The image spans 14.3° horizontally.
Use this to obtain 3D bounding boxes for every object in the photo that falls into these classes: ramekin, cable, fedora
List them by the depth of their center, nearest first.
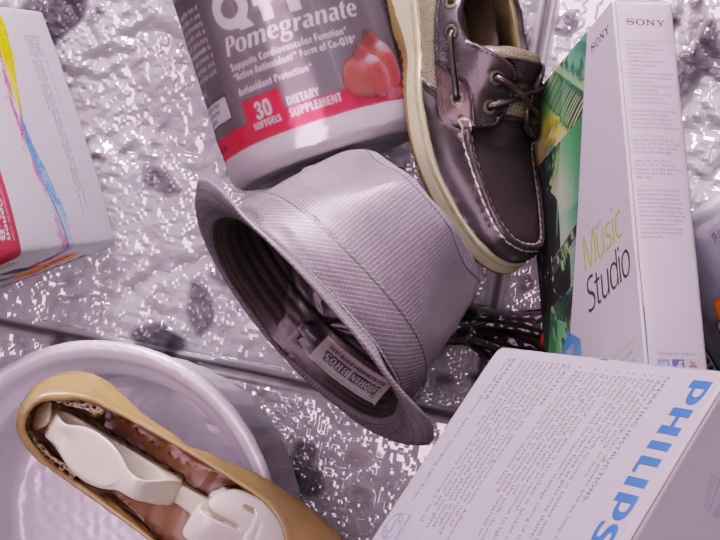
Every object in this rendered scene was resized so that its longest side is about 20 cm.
[{"bbox_3d":[0.000,0.000,1.466,0.090,0.200,0.177,-42,81,-12],"label":"fedora"},{"bbox_3d":[0.075,0.035,1.532,0.200,0.050,0.097,30,94,13],"label":"cable"},{"bbox_3d":[-0.127,0.137,1.560,0.199,0.098,0.202,0,91,15],"label":"ramekin"}]

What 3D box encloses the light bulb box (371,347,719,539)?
[{"bbox_3d":[0.147,0.143,1.317,0.198,0.200,0.125,40,74,-24],"label":"light bulb box"}]

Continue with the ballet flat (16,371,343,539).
[{"bbox_3d":[-0.094,0.121,1.469,0.200,0.063,0.069,30,98,12],"label":"ballet flat"}]

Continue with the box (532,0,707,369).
[{"bbox_3d":[0.125,-0.017,1.447,0.036,0.144,0.201,3,70,-15],"label":"box"}]

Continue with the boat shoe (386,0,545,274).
[{"bbox_3d":[0.062,-0.099,1.494,0.065,0.073,0.201,-26,73,35],"label":"boat shoe"}]

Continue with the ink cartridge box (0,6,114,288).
[{"bbox_3d":[-0.243,-0.055,1.538,0.145,0.200,0.145,-19,88,14],"label":"ink cartridge box"}]

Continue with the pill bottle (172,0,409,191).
[{"bbox_3d":[-0.045,-0.152,1.530,0.110,0.111,0.201,-19,86,14],"label":"pill bottle"}]

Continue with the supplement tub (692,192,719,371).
[{"bbox_3d":[0.240,0.046,1.452,0.122,0.123,0.200,-32,83,12],"label":"supplement tub"}]
